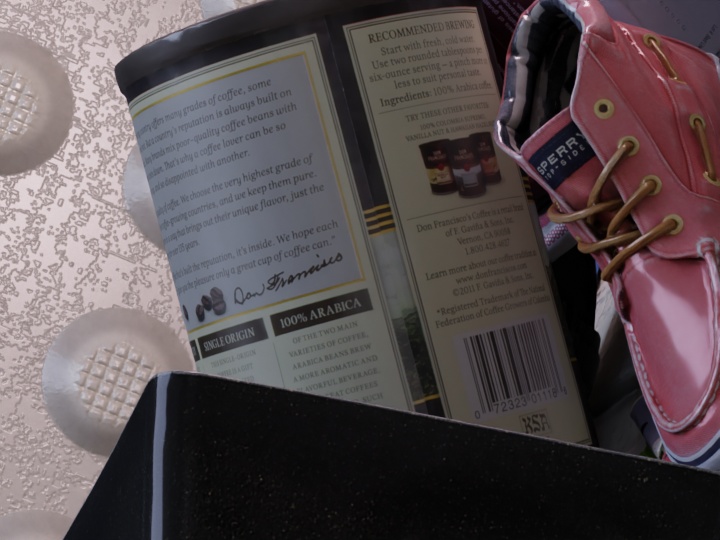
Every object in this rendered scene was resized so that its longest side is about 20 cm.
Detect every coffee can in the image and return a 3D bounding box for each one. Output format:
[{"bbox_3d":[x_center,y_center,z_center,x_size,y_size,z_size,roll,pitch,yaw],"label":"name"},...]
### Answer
[{"bbox_3d":[0.000,0.000,1.085,0.146,0.146,0.201,148,108,-80],"label":"coffee can"}]

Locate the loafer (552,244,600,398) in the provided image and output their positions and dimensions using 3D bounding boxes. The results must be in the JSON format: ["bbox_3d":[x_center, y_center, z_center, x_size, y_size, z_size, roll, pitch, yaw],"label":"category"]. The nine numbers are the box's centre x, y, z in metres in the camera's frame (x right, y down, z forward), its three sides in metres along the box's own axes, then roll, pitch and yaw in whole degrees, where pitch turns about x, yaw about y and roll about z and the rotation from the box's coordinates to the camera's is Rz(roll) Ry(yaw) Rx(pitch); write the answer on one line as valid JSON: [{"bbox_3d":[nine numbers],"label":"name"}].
[{"bbox_3d":[0.070,0.073,1.252,0.063,0.072,0.200,-5,61,61],"label":"loafer"}]

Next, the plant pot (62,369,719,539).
[{"bbox_3d":[0.001,0.164,0.937,0.200,0.199,0.178,125,153,-63],"label":"plant pot"}]

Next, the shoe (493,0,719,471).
[{"bbox_3d":[0.096,-0.016,0.995,0.071,0.091,0.200,-47,29,36],"label":"shoe"}]

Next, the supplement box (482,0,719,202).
[{"bbox_3d":[0.051,-0.082,1.187,0.200,0.109,0.061,-36,10,43],"label":"supplement box"}]

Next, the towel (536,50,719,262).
[{"bbox_3d":[0.119,-0.064,1.232,0.146,0.030,0.200,-43,12,25],"label":"towel"}]

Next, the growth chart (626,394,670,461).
[{"bbox_3d":[0.137,0.004,1.078,0.145,0.018,0.200,166,128,-84],"label":"growth chart"}]

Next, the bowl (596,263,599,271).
[{"bbox_3d":[0.080,0.016,1.452,0.201,0.039,0.201,-158,90,-84],"label":"bowl"}]
